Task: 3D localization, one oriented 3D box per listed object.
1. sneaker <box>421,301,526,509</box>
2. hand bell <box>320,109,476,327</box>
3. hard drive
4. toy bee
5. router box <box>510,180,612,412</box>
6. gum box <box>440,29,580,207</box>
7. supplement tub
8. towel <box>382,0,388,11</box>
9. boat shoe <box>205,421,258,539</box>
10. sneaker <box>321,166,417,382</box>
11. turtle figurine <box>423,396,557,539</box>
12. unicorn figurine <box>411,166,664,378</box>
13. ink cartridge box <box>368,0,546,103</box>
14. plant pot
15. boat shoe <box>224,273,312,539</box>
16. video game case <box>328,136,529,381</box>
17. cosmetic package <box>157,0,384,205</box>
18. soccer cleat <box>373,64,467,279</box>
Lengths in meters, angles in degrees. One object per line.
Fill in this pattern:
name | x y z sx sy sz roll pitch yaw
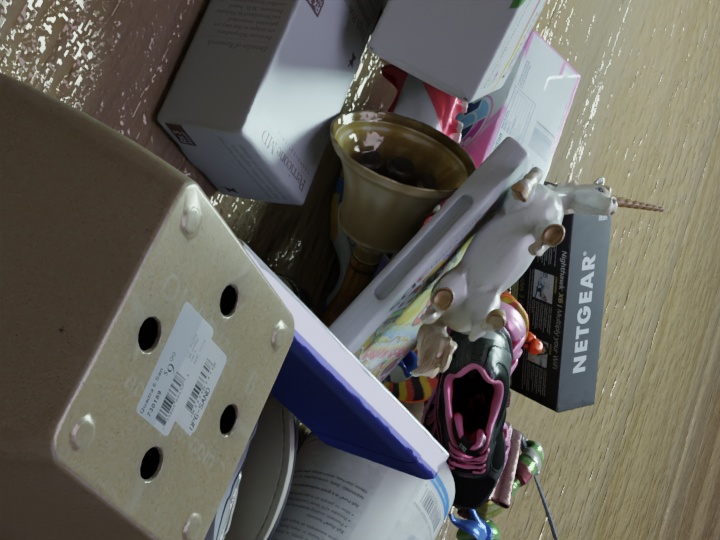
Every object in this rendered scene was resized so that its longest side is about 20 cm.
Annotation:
sneaker | 0.084 0.124 0.982 0.096 0.078 0.202 -76 169 -55
hand bell | 0.000 0.000 0.879 0.104 0.104 0.201 -32 148 -54
hard drive | -0.046 0.052 0.774 0.200 0.131 0.025 47 69 -28
toy bee | 0.101 0.053 1.069 0.109 0.200 0.131 43 26 -17
router box | 0.166 0.016 1.206 0.052 0.157 0.202 -7 109 -31
gum box | 0.105 -0.097 1.068 0.066 0.113 0.201 38 55 -21
supplement tub | -0.021 0.217 0.954 0.201 0.131 0.133 -54 144 -37
towel | 0.073 -0.276 1.051 0.171 0.048 0.202 43 61 -55
boat shoe | -0.113 0.148 0.829 0.066 0.071 0.202 120 -22 -64
sneaker | 0.024 -0.008 1.007 0.075 0.087 0.202 -11 107 -58
turtle figurine | 0.096 0.168 1.175 0.200 0.142 0.196 22 64 -68
unicorn figurine | 0.104 -0.015 0.812 0.074 0.199 0.137 56 6 2
ink cartridge box | 0.089 -0.207 0.888 0.146 0.083 0.200 -63 174 15
plant pot | -0.150 0.036 0.600 0.201 0.175 0.200 -66 150 -24
boat shoe | -0.064 0.104 0.897 0.063 0.072 0.203 12 83 -62
video game case | 0.051 0.005 0.876 0.182 0.023 0.200 -47 168 -4
cosmetic package | -0.050 -0.156 0.832 0.102 0.073 0.202 49 56 -57
soccer cleat | 0.030 -0.066 0.955 0.067 0.076 0.202 76 29 -74
